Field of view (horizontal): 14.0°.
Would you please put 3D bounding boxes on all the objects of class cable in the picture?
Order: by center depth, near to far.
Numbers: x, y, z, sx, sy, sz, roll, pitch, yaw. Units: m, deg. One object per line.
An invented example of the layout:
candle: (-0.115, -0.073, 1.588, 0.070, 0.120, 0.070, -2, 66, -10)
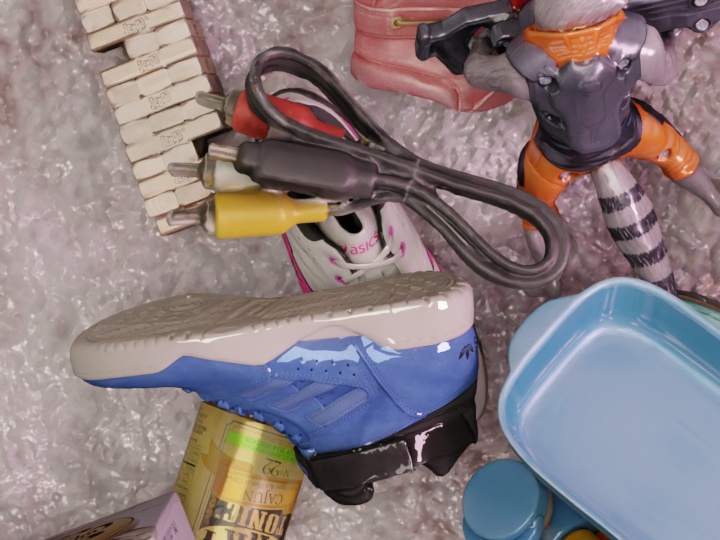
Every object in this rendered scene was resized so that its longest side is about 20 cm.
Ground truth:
cable: (0.007, -0.047, 1.438, 0.200, 0.050, 0.097, 13, 74, -5)

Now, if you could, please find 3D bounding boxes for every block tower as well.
block tower: (-0.111, -0.121, 1.518, 0.058, 0.054, 0.200, -21, 91, 5)

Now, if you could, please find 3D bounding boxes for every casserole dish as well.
casserole dish: (0.156, 0.091, 1.426, 0.200, 0.039, 0.121, 38, 68, 12)

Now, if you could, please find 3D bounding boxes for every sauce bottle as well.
sauce bottle: (-0.076, 0.152, 1.516, 0.065, 0.065, 0.200, 17, 90, 4)

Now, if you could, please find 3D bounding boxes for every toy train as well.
toy train: (0.137, 0.171, 1.439, 0.085, 0.116, 0.200, -50, 55, 6)

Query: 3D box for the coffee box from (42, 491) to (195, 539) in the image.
coffee box: (-0.174, 0.187, 1.432, 0.200, 0.113, 0.080, -20, 95, 5)

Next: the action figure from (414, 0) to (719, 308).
action figure: (0.139, -0.086, 1.432, 0.200, 0.105, 0.194, -18, 131, 4)

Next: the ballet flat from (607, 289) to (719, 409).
ballet flat: (0.216, 0.069, 1.485, 0.200, 0.068, 0.068, 27, 95, 14)

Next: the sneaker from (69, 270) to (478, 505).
sneaker: (-0.039, 0.068, 1.447, 0.200, 0.077, 0.111, -7, 107, -3)

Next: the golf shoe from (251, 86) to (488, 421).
golf shoe: (0.000, 0.000, 1.495, 0.073, 0.092, 0.200, -30, 91, 3)

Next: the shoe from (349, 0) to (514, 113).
shoe: (0.093, -0.132, 1.497, 0.200, 0.071, 0.091, 3, 116, -7)
